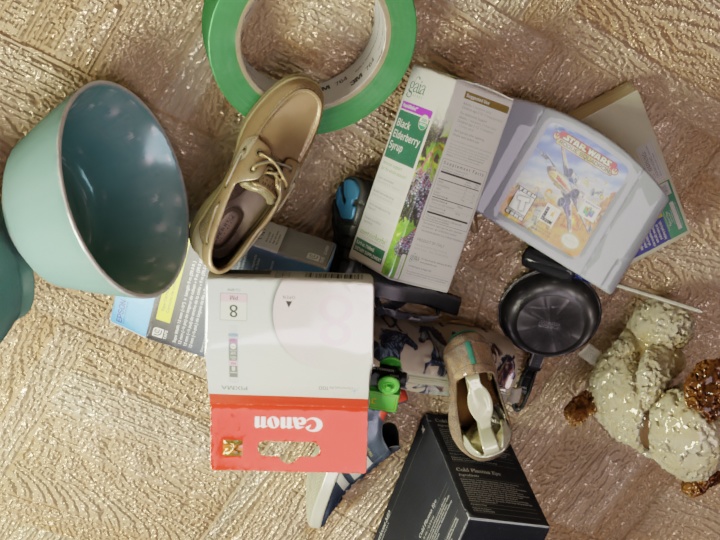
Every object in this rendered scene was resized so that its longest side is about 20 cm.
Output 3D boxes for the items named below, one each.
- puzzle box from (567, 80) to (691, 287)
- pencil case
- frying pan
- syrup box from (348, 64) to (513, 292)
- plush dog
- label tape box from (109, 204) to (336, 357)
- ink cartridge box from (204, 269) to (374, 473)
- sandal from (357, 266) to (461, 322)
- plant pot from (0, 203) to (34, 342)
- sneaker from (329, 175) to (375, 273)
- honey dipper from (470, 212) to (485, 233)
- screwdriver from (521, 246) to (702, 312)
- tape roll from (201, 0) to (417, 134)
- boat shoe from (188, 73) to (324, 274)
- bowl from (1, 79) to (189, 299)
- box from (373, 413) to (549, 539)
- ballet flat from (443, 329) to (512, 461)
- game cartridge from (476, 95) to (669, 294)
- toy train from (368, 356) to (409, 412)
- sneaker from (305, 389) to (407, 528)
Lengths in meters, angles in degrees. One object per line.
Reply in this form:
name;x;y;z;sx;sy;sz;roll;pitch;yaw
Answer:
puzzle box;0.260;-0.087;1.651;0.132;0.026;0.201;-27;125;2
pencil case;0.076;0.098;1.680;0.197;0.090;0.078;9;135;-21
frying pan;0.187;0.076;1.730;0.114;0.031;0.190;31;119;-15
syrup box;0.068;-0.090;1.522;0.081;0.079;0.202;13;99;-35
plush dog;0.334;0.157;1.717;0.159;0.171;0.202;-26;127;-26
label tape box;-0.138;0.014;1.573;0.198;0.066;0.145;19;118;2
ink cartridge box;-0.068;0.102;1.496;0.160;0.057;0.203;1;98;0
sandal;0.053;0.034;1.586;0.200;0.075;0.043;17;92;-64
plant pot;-0.386;0.006;1.447;0.133;0.200;0.202;-20;130;-36
sneaker;0.000;0.000;1.607;0.081;0.073;0.202;3;124;-27
honey dipper;0.170;-0.068;1.613;0.197;0.038;0.038;-11;125;3
screwdriver;0.265;0.011;1.656;0.198;0.028;0.029;16;152;15
tape roll;-0.048;-0.226;1.463;0.198;0.048;0.203;-7;123;-11
boat shoe;-0.089;-0.087;1.463;0.071;0.065;0.201;24;102;-26
bowl;-0.254;-0.062;1.441;0.104;0.202;0.202;-14;129;25
box;0.108;0.298;1.760;0.103;0.183;0.202;9;120;-21
ballet flat;0.124;0.151;1.637;0.067;0.068;0.201;-20;132;0
game cartridge;0.203;-0.083;1.576;0.199;0.042;0.134;30;101;-4
toy train;-0.051;0.102;1.547;0.197;0.042;0.057;9;129;-1
sneaker;-0.003;0.206;1.735;0.083;0.075;0.202;11;118;-17
